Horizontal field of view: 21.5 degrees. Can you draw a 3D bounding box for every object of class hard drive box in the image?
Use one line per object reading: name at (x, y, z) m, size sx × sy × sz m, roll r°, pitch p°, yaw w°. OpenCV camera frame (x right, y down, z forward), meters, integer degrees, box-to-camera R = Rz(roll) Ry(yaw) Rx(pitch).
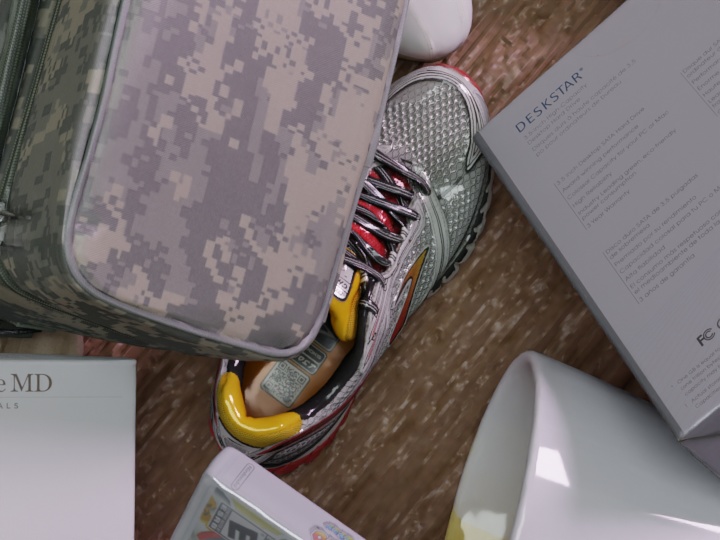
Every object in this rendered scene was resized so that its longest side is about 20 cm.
hard drive box at (0.158, -0.031, 0.765) m, size 0.156 × 0.077 × 0.200 m, roll -41°, pitch 43°, yaw 12°

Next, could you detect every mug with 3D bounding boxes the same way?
mug at (0.116, 0.136, 0.805) m, size 0.152 × 0.187 × 0.150 m, roll 16°, pitch 51°, yaw -5°

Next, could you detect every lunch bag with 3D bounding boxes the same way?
lunch bag at (-0.091, -0.064, 0.782) m, size 0.139 × 0.167 × 0.201 m, roll 17°, pitch 82°, yaw -35°

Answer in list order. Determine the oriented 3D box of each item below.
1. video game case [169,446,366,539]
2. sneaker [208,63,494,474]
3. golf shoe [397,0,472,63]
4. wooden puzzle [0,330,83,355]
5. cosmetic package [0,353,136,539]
video game case at (-0.012, 0.179, 0.767) m, size 0.182 × 0.200 × 0.023 m, roll 34°, pitch 47°, yaw 5°
sneaker at (0.000, 0.000, 0.833) m, size 0.078 × 0.082 × 0.201 m, roll 27°, pitch 84°, yaw 4°
golf shoe at (-0.005, -0.183, 0.837) m, size 0.072 × 0.092 × 0.201 m, roll -30°, pitch 99°, yaw -13°
wooden puzzle at (-0.239, 0.078, 0.816) m, size 0.199 × 0.046 × 0.186 m, roll 22°, pitch 78°, yaw -26°
cosmetic package at (-0.153, 0.134, 0.786) m, size 0.107 × 0.085 × 0.201 m, roll 0°, pitch 89°, yaw -23°
